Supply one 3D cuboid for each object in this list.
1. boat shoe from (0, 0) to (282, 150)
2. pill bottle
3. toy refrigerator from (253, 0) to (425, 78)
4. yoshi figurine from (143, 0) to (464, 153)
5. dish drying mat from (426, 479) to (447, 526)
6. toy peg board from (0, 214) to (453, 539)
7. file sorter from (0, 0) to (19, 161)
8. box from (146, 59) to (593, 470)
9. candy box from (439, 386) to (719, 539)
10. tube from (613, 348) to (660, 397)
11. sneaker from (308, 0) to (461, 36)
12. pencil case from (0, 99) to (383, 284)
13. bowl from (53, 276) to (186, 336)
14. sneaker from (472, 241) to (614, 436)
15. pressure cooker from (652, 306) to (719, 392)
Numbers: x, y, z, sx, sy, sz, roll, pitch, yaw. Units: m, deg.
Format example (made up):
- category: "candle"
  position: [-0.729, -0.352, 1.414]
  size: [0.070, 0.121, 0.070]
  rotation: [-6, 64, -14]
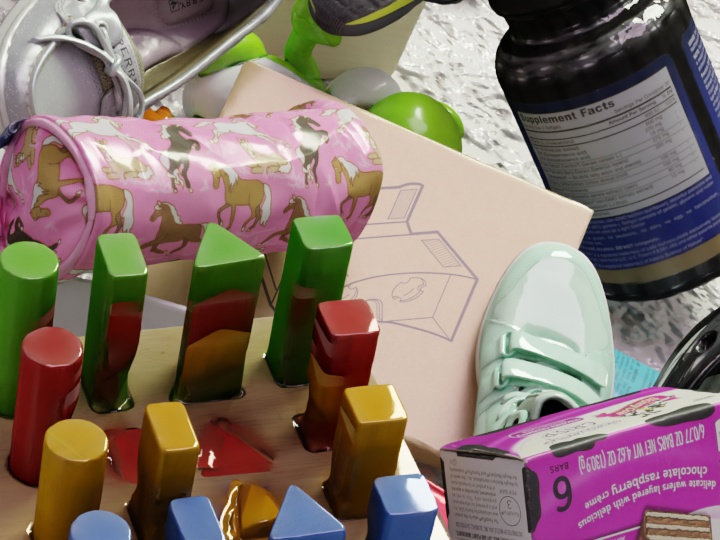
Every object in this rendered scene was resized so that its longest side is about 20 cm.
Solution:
- category: "boat shoe"
  position: [-0.112, -0.115, 1.371]
  size: [0.065, 0.075, 0.202]
  rotation: [-1, 20, 34]
- category: "pill bottle"
  position: [0.141, -0.092, 1.514]
  size: [0.200, 0.112, 0.112]
  rotation: [65, 33, -22]
- category: "toy refrigerator"
  position: [-0.068, -0.160, 1.587]
  size: [0.200, 0.076, 0.070]
  rotation: [-3, 46, -30]
- category: "yoshi figurine"
  position: [-0.026, -0.082, 1.502]
  size: [0.200, 0.112, 0.112]
  rotation: [9, 49, -23]
- category: "dish drying mat"
  position: [-0.009, 0.176, 1.221]
  size: [0.077, 0.018, 0.200]
  rotation: [33, 61, 9]
- category: "toy peg board"
  position: [-0.066, 0.067, 1.158]
  size: [0.200, 0.098, 0.199]
  rotation: [-6, 42, -20]
- category: "file sorter"
  position: [-0.221, -0.111, 1.409]
  size: [0.139, 0.125, 0.200]
  rotation: [30, 39, 7]
- category: "box"
  position: [0.000, 0.000, 1.422]
  size: [0.200, 0.021, 0.164]
  rotation: [24, 66, 1]
- category: "candy box"
  position: [0.113, 0.163, 1.229]
  size: [0.136, 0.200, 0.061]
  rotation: [-13, 11, -37]
- category: "tube"
  position: [0.146, 0.077, 1.457]
  size: [0.200, 0.050, 0.077]
  rotation: [29, 59, 0]
- category: "sneaker"
  position: [0.037, -0.172, 1.508]
  size: [0.074, 0.081, 0.200]
  rotation: [28, 44, 21]
- category: "pencil case"
  position: [-0.081, -0.039, 1.327]
  size: [0.200, 0.083, 0.087]
  rotation: [-7, 44, -43]
- category: "bowl"
  position: [-0.134, 0.093, 1.245]
  size: [0.199, 0.075, 0.200]
  rotation: [16, 40, 5]
- category: "sneaker"
  position: [0.097, 0.061, 1.335]
  size: [0.074, 0.118, 0.201]
  rotation: [14, 64, -7]
- category: "pressure cooker"
  position: [0.222, 0.103, 1.346]
  size: [0.200, 0.179, 0.176]
  rotation: [16, 61, -24]
